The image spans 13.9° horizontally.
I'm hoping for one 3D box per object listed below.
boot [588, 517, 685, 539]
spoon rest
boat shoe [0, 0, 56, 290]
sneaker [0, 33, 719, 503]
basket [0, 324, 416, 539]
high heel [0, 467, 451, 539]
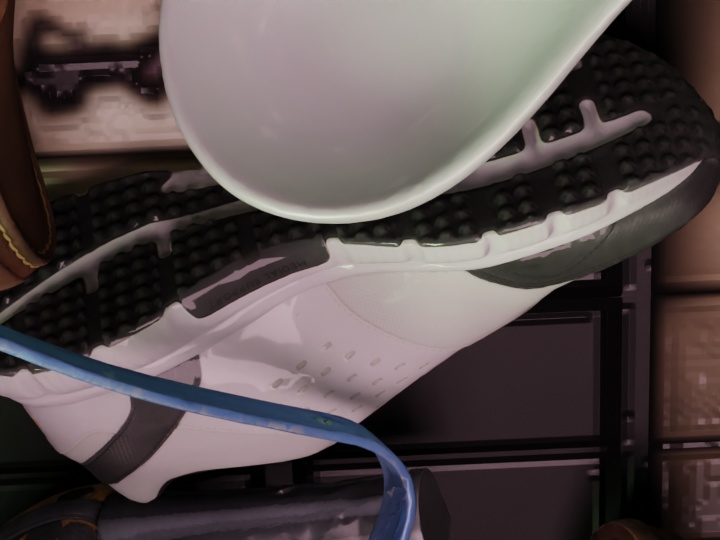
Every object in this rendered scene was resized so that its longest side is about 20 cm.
[{"bbox_3d":[0.111,0.147,0.854,0.097,0.075,0.200,-12,123,-15],"label":"boot"},{"bbox_3d":[0.045,-0.075,0.693,0.200,0.099,0.061,-18,163,10],"label":"spoon rest"},{"bbox_3d":[-0.104,-0.082,0.692,0.067,0.072,0.200,-13,117,6],"label":"boat shoe"},{"bbox_3d":[0.000,0.000,0.757,0.200,0.074,0.080,-18,135,14],"label":"sneaker"},{"bbox_3d":[-0.095,0.111,0.709,0.176,0.139,0.200,20,101,-25],"label":"basket"},{"bbox_3d":[-0.029,0.139,0.842,0.142,0.071,0.200,-7,123,14],"label":"high heel"}]
